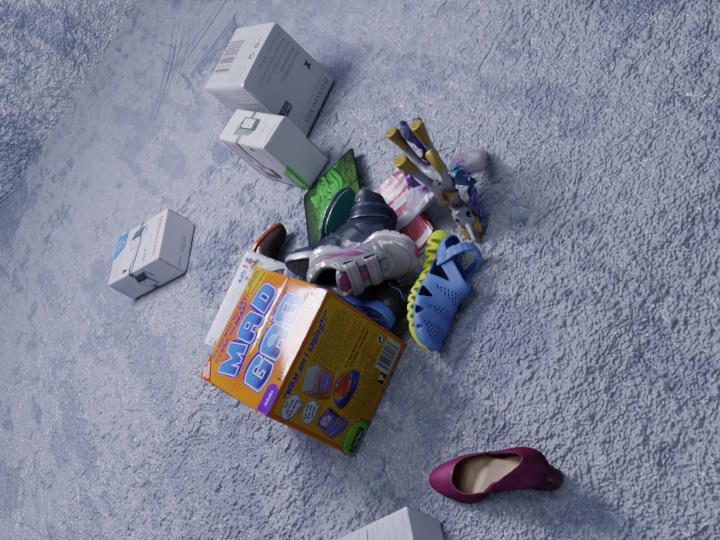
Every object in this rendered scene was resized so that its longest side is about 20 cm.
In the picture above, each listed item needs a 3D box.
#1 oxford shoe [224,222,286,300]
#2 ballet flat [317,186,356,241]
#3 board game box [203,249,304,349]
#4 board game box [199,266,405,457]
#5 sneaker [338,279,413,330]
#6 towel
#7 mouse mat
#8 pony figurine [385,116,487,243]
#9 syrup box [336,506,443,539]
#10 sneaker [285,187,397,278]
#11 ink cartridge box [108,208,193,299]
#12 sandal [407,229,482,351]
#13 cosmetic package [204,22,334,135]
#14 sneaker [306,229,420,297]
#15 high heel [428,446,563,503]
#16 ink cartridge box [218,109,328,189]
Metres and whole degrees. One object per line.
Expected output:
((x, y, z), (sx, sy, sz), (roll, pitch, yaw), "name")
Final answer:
((-0.191, 0.000, 1.552), (0.072, 0.071, 0.202), (23, 78, 21), "oxford shoe")
((-0.056, -0.054, 1.413), (0.074, 0.074, 0.203), (9, 83, 47), "ballet flat")
((-0.201, 0.075, 1.475), (0.125, 0.035, 0.202), (20, 77, 17), "board game box")
((-0.091, 0.142, 1.233), (0.198, 0.199, 0.202), (15, 75, 48), "board game box")
((0.020, 0.043, 1.303), (0.078, 0.071, 0.199), (-41, 29, -19), "sneaker")
((0.052, -0.081, 1.380), (0.144, 0.023, 0.201), (-42, 42, 18), "towel")
((-0.055, -0.130, 1.513), (0.161, 0.007, 0.202), (-41, 38, 29), "mouse mat")
((0.123, -0.150, 1.243), (0.166, 0.200, 0.194), (-35, 31, 15), "pony figurine")
((0.015, 0.401, 1.048), (0.199, 0.078, 0.082), (-34, 45, 25), "syrup box")
((-0.030, -0.063, 1.346), (0.199, 0.077, 0.148), (-7, 56, 19), "sneaker")
((-0.504, -0.039, 1.864), (0.198, 0.085, 0.148), (-25, 49, 34), "ink cartridge box")
((0.131, 0.027, 1.188), (0.086, 0.079, 0.203), (-2, 65, 40), "sandal")
((-0.200, -0.413, 1.716), (0.164, 0.199, 0.167), (12, 73, 49), "cosmetic package")
((0.000, 0.000, 1.228), (0.197, 0.082, 0.089), (-14, 28, 24), "sneaker")
((0.153, 0.254, 0.994), (0.198, 0.096, 0.068), (-18, 52, 36), "high heel")
((-0.186, -0.259, 1.639), (0.199, 0.145, 0.085), (21, 75, 50), "ink cartridge box")
